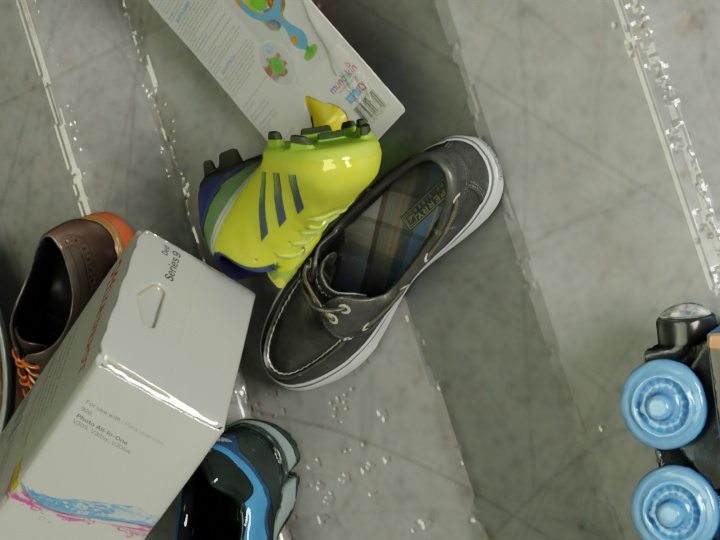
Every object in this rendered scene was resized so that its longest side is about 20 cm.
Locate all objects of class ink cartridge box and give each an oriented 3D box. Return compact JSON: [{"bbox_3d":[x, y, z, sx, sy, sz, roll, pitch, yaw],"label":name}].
[{"bbox_3d":[-0.151,0.098,1.076,0.087,0.146,0.201,28,118,-13],"label":"ink cartridge box"}]

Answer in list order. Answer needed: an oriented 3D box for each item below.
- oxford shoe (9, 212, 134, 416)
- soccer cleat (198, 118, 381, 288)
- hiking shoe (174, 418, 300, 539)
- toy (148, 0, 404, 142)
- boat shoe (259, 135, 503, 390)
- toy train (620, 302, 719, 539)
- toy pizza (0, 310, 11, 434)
[{"bbox_3d":[-0.202,0.060,1.181,0.071,0.072,0.202,21,106,28],"label":"oxford shoe"},{"bbox_3d":[-0.036,-0.035,1.035,0.200,0.064,0.084,-12,86,65],"label":"soccer cleat"},{"bbox_3d":[-0.083,0.193,1.116,0.074,0.086,0.202,-1,95,31],"label":"hiking shoe"},{"bbox_3d":[-0.053,-0.148,1.074,0.200,0.047,0.115,53,143,5],"label":"toy"},{"bbox_3d":[0.000,0.000,1.055,0.200,0.066,0.070,-42,74,28],"label":"boat shoe"},{"bbox_3d":[0.200,0.114,0.938,0.113,0.087,0.202,-7,92,26],"label":"toy train"},{"bbox_3d":[-0.307,0.056,1.250,0.199,0.032,0.202,9,104,40],"label":"toy pizza"}]
